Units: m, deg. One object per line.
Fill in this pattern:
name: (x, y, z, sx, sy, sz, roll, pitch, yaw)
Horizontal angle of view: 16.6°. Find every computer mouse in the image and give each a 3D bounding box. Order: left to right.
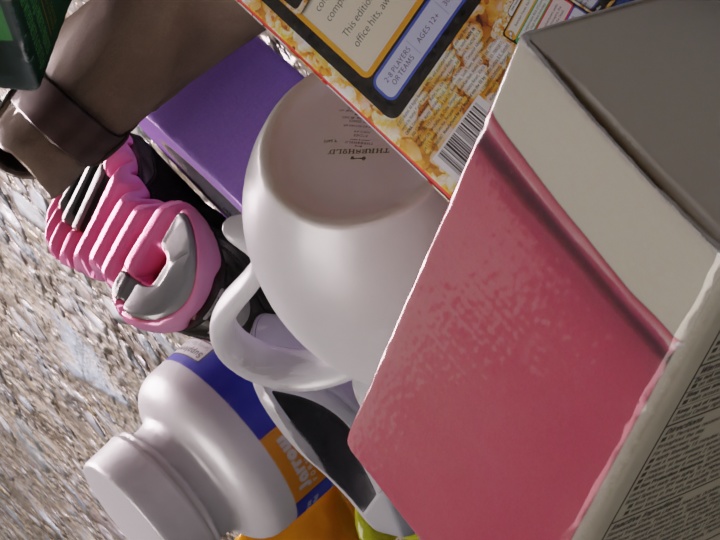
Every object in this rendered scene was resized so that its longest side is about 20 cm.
computer mouse: (0.015, 0.092, 1.217, 0.200, 0.044, 0.110, 50, -154, -32)

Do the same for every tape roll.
tape roll: (-0.027, -0.037, 1.209, 0.200, 0.066, 0.200, 45, 176, 4)

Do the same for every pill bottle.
pill bottle: (-0.048, 0.073, 1.334, 0.112, 0.200, 0.112, 42, 160, 19)

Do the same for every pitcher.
pitcher: (0.000, 0.000, 1.033, 0.171, 0.122, 0.200, -2, 150, 15)

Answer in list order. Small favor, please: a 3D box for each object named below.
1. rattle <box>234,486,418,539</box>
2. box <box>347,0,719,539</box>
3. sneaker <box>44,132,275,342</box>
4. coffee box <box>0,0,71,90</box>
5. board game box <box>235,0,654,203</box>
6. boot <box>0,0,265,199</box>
rattle: (0.036, 0.163, 1.426, 0.200, 0.142, 0.131, 42, 143, 39)
box: (0.097, 0.014, 0.841, 0.109, 0.128, 0.200, 49, 138, 28)
sneaker: (-0.096, -0.013, 1.279, 0.095, 0.079, 0.200, 22, -165, -33)
coffee box: (-0.138, -0.193, 1.051, 0.044, 0.201, 0.123, 8, 147, 12)
board game box: (0.022, -0.137, 0.864, 0.200, 0.152, 0.046, 44, -157, 17)
boot: (-0.093, -0.094, 1.061, 0.070, 0.146, 0.200, 45, 166, -10)
